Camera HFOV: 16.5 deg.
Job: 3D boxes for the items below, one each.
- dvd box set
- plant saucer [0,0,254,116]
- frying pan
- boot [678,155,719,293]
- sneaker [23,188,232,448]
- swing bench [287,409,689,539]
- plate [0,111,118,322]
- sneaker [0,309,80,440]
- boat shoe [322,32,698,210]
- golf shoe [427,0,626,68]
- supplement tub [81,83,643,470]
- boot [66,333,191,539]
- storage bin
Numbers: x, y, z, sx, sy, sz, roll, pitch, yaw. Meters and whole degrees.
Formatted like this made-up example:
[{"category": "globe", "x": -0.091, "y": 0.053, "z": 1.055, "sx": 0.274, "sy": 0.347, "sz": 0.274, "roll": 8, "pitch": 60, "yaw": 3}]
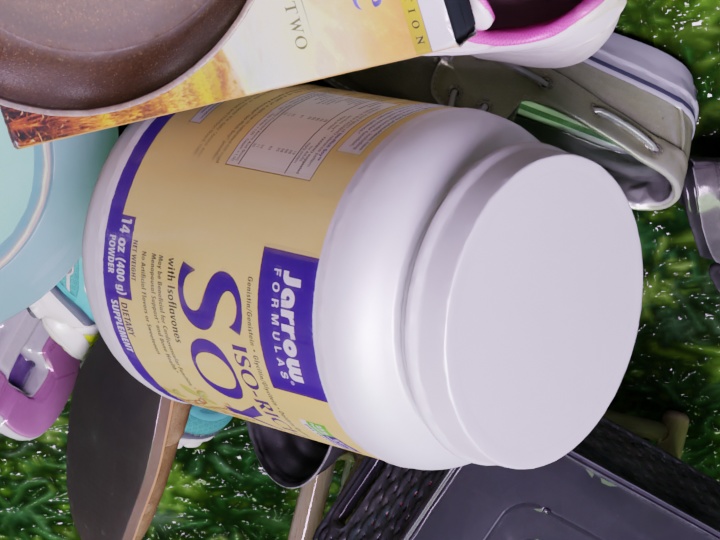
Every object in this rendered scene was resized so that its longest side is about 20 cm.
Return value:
[{"category": "dvd box set", "x": -0.067, "y": -0.135, "z": 0.953, "sx": 0.199, "sy": 0.029, "sz": 0.147, "roll": -10, "pitch": 106, "yaw": 24}, {"category": "plant saucer", "x": -0.114, "y": -0.159, "z": 0.927, "sx": 0.199, "sy": 0.032, "sz": 0.202, "roll": 7, "pitch": 110, "yaw": 20}, {"category": "frying pan", "x": -0.011, "y": 0.035, "z": 1.160, "sx": 0.031, "sy": 0.116, "sz": 0.190, "roll": 2, "pitch": 161, "yaw": -28}, {"category": "boot", "x": 0.200, "y": -0.051, "z": 1.087, "sx": 0.131, "sy": 0.070, "sz": 0.201, "roll": -9, "pitch": 139, "yaw": 10}, {"category": "sneaker", "x": -0.104, "y": 0.017, "z": 1.190, "sx": 0.079, "sy": 0.078, "sz": 0.200, "roll": -23, "pitch": 138, "yaw": 11}, {"category": "swing bench", "x": 0.060, "y": 0.163, "z": 1.254, "sx": 0.198, "sy": 0.130, "sz": 0.201, "roll": 14, "pitch": 108, "yaw": -14}, {"category": "plate", "x": -0.202, "y": -0.049, "z": 1.076, "sx": 0.199, "sy": 0.026, "sz": 0.201, "roll": -5, "pitch": 117, "yaw": -11}, {"category": "sneaker", "x": -0.223, "y": 0.008, "z": 1.186, "sx": 0.088, "sy": 0.081, "sz": 0.200, "roll": 3, "pitch": 144, "yaw": 40}, {"category": "boat shoe", "x": 0.055, "y": -0.080, "z": 1.064, "sx": 0.199, "sy": 0.062, "sz": 0.072, "roll": 14, "pitch": 140, "yaw": -13}, {"category": "golf shoe", "x": 0.011, "y": -0.119, "z": 0.988, "sx": 0.199, "sy": 0.076, "sz": 0.092, "roll": -1, "pitch": -178, "yaw": -4}, {"category": "supplement tub", "x": 0.000, "y": 0.000, "z": 1.015, "sx": 0.199, "sy": 0.146, "sz": 0.145, "roll": 12, "pitch": 155, "yaw": 42}, {"category": "boot", "x": -0.083, "y": 0.045, "z": 1.145, "sx": 0.075, "sy": 0.074, "sz": 0.201, "roll": -3, "pitch": 119, "yaw": -41}, {"category": "storage bin", "x": 0.093, "y": 0.143, "z": 1.126, "sx": 0.199, "sy": 0.094, "sz": 0.136, "roll": 30, "pitch": 102, "yaw": -19}]
